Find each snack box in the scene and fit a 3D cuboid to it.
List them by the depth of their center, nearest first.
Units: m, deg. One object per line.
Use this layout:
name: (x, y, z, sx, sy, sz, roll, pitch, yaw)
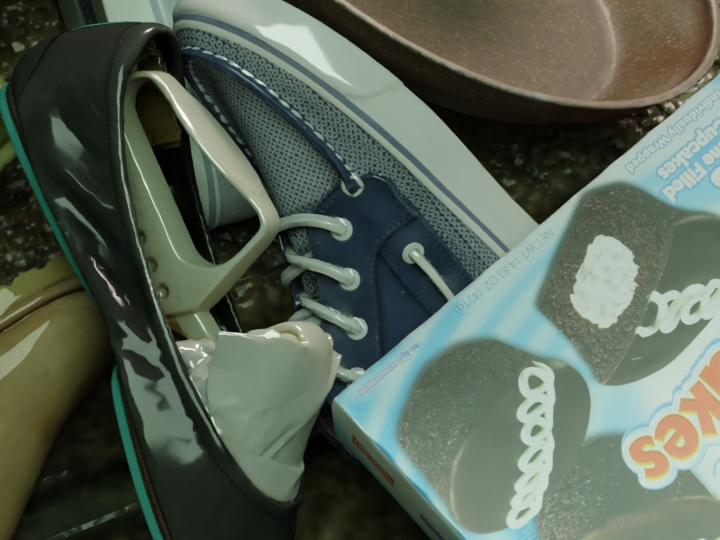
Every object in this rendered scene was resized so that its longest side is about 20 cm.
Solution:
snack box: (0.103, 0.024, 0.909, 0.200, 0.037, 0.116, -40, 75, -14)

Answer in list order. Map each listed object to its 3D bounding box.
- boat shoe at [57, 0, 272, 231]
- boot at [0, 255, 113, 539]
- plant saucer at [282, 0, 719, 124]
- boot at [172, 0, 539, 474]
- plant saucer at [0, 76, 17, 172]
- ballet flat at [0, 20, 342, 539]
boat shoe: (-0.065, -0.109, 1.012, 0.071, 0.070, 0.202, -12, 76, -20)
boot: (-0.090, 0.120, 0.925, 0.175, 0.066, 0.200, -41, 77, -5)
plant saucer: (0.027, -0.112, 0.992, 0.200, 0.037, 0.201, 20, 36, -15)
boot: (0.000, 0.000, 0.944, 0.200, 0.073, 0.090, 41, 73, -15)
plant saucer: (-0.243, -0.041, 0.975, 0.200, 0.048, 0.200, 43, 71, 10)
ballet flat: (-0.051, 0.014, 0.904, 0.068, 0.068, 0.201, -24, 85, 22)
